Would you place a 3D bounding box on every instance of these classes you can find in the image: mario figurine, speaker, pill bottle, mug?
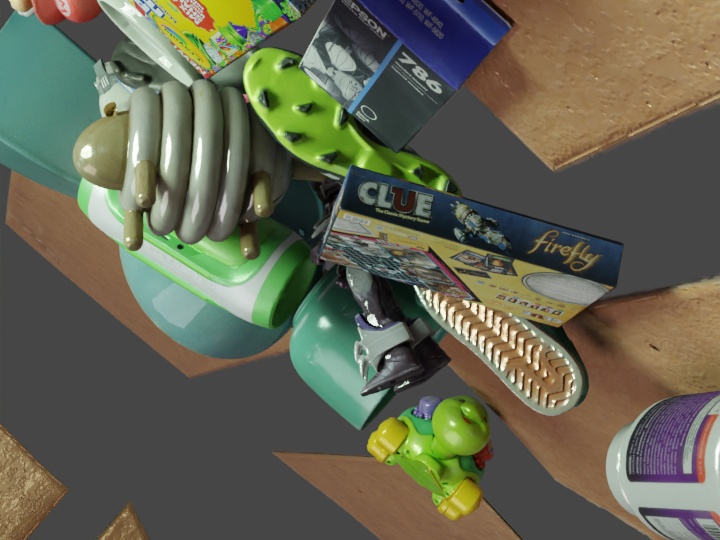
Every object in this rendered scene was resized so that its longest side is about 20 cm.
[{"bbox_3d":[-0.297,-0.266,1.094,0.200,0.107,0.123,38,-160,33],"label":"mario figurine"},{"bbox_3d":[-0.137,-0.032,1.066,0.199,0.089,0.089,31,162,13],"label":"speaker"},{"bbox_3d":[0.259,0.145,0.934,0.111,0.112,0.200,41,164,-6],"label":"pill bottle"},{"bbox_3d":[0.016,0.041,1.178,0.114,0.186,0.152,39,-172,8],"label":"mug"}]

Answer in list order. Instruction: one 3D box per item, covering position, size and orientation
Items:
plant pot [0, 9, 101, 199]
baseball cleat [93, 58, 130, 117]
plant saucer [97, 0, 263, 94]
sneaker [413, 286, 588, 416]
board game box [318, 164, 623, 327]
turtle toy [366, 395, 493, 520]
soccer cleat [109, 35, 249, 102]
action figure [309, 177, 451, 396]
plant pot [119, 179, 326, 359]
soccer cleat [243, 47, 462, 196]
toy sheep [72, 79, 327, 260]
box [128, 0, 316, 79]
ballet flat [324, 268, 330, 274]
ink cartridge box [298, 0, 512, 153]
[{"bbox_3d":[-0.336,-0.167,1.404,0.199,0.142,0.141,37,165,-17],"label":"plant pot"},{"bbox_3d":[-0.194,-0.151,1.276,0.200,0.069,0.107,44,-160,-58],"label":"baseball cleat"},{"bbox_3d":[-0.153,-0.196,1.003,0.200,0.050,0.200,40,174,5],"label":"plant saucer"},{"bbox_3d":[0.111,0.036,1.046,0.201,0.071,0.080,51,-167,12],"label":"sneaker"},{"bbox_3d":[0.074,-0.014,0.928,0.198,0.035,0.136,16,164,-5],"label":"board game box"},{"bbox_3d":[0.095,0.201,1.461,0.145,0.101,0.200,39,163,5],"label":"turtle toy"},{"bbox_3d":[-0.137,-0.152,1.142,0.199,0.070,0.086,35,179,25],"label":"soccer cleat"},{"bbox_3d":[0.000,0.000,1.045,0.202,0.069,0.130,67,-167,16],"label":"action figure"},{"bbox_3d":[-0.105,-0.036,1.183,0.200,0.201,0.134,43,137,-13],"label":"plant pot"},{"bbox_3d":[-0.009,-0.095,0.973,0.199,0.068,0.081,37,177,-11],"label":"soccer cleat"},{"bbox_3d":[-0.120,-0.080,0.976,0.198,0.140,0.138,7,174,-20],"label":"toy sheep"},{"bbox_3d":[-0.095,-0.235,0.711,0.200,0.122,0.192,44,164,-14],"label":"box"},{"bbox_3d":[-0.049,0.024,1.381,0.199,0.072,0.072,30,161,32],"label":"ballet flat"},{"bbox_3d":[0.022,-0.145,0.835,0.099,0.039,0.200,41,163,-2],"label":"ink cartridge box"}]
